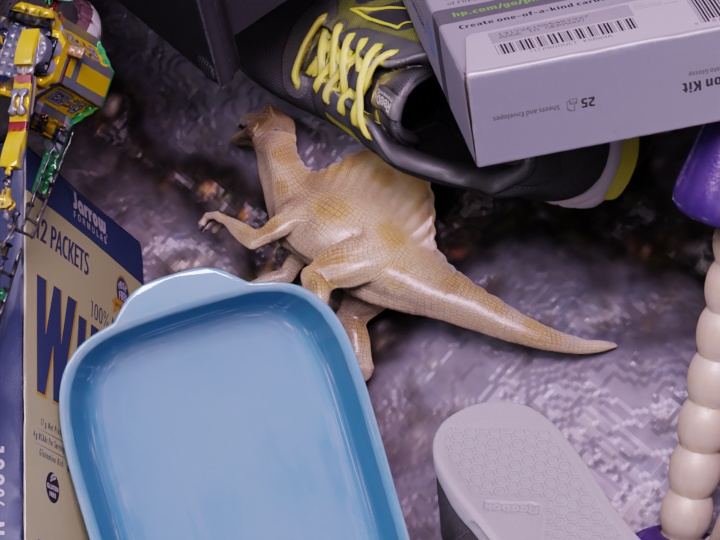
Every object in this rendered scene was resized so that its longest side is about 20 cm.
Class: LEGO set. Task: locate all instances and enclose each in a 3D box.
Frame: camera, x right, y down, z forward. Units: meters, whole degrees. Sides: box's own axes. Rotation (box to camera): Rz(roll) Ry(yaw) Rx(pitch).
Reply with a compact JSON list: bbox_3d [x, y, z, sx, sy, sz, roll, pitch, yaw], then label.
[{"bbox_3d":[-0.193,-0.035,0.986,0.153,0.116,0.201,26,89,27],"label":"LEGO set"}]

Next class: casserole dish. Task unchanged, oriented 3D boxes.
[{"bbox_3d":[-0.047,0.097,1.062,0.121,0.039,0.201,-17,95,-6],"label":"casserole dish"}]

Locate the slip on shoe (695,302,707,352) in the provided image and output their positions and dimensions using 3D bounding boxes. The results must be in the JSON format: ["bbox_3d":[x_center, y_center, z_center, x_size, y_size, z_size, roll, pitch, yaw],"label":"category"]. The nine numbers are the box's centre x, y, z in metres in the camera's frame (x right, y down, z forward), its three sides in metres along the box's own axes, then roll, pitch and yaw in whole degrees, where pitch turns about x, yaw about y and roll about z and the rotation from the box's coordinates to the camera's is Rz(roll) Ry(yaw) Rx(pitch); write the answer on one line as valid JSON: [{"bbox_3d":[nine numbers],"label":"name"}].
[{"bbox_3d":[0.169,-0.055,1.065,0.060,0.076,0.201,2,81,11],"label":"slip on shoe"}]

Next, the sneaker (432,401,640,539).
[{"bbox_3d":[0.082,0.148,0.996,0.070,0.099,0.200,-17,43,-10],"label":"sneaker"}]

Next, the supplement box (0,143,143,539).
[{"bbox_3d":[-0.203,0.072,1.105,0.199,0.134,0.201,-8,71,15],"label":"supplement box"}]

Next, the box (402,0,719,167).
[{"bbox_3d":[0.097,-0.112,1.020,0.155,0.041,0.200,-11,30,-5],"label":"box"}]

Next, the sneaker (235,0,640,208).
[{"bbox_3d":[0.016,-0.083,1.086,0.199,0.085,0.075,22,105,27],"label":"sneaker"}]

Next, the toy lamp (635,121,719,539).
[{"bbox_3d":[0.135,0.029,1.005,0.058,0.058,0.201,13,107,21],"label":"toy lamp"}]

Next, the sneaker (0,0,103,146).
[{"bbox_3d":[-0.173,-0.126,1.118,0.076,0.200,0.116,-42,111,6],"label":"sneaker"}]

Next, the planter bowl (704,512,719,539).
[{"bbox_3d":[0.202,0.076,0.929,0.134,0.200,0.201,26,82,11],"label":"planter bowl"}]

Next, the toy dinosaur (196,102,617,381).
[{"bbox_3d":[0.000,0.000,1.107,0.200,0.058,0.101,36,85,24],"label":"toy dinosaur"}]

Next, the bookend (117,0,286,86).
[{"bbox_3d":[-0.046,-0.204,1.065,0.198,0.092,0.200,-35,53,-18],"label":"bookend"}]

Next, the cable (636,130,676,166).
[{"bbox_3d":[0.060,-0.087,1.137,0.199,0.050,0.098,2,90,30],"label":"cable"}]
